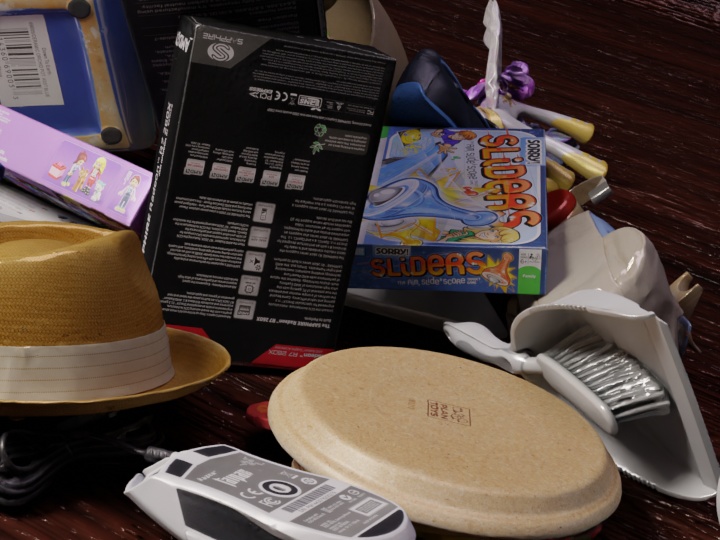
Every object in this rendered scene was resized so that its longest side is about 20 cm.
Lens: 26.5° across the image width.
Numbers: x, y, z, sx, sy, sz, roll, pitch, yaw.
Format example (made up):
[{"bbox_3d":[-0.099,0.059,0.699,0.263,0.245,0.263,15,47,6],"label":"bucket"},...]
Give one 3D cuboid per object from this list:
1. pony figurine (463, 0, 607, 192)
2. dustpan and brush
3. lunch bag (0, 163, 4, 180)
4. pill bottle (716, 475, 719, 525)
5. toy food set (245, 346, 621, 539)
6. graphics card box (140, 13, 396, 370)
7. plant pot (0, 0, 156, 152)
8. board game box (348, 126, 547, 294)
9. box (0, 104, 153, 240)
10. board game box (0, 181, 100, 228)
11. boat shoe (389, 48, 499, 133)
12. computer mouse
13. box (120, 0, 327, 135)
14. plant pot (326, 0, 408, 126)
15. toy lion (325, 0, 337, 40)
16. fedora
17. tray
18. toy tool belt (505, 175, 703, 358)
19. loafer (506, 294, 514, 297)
[{"bbox_3d":[0.130,-0.151,1.474,0.200,0.167,0.193,26,24,-11],"label":"pony figurine"},{"bbox_3d":[0.117,0.057,0.901,0.057,0.140,0.200,-33,31,-12],"label":"dustpan and brush"},{"bbox_3d":[-0.333,-0.040,0.838,0.170,0.124,0.200,24,14,26],"label":"lunch bag"},{"bbox_3d":[0.239,0.133,0.752,0.111,0.111,0.200,13,19,-2],"label":"pill bottle"},{"bbox_3d":[0.041,0.096,0.820,0.198,0.049,0.200,8,20,-16],"label":"toy food set"},{"bbox_3d":[-0.062,-0.043,0.910,0.125,0.200,0.051,6,16,-19],"label":"graphics card box"},{"bbox_3d":[-0.241,-0.195,1.150,0.200,0.200,0.180,-2,41,4],"label":"plant pot"},{"bbox_3d":[0.061,-0.046,1.054,0.135,0.034,0.200,2,27,5],"label":"board game box"},{"bbox_3d":[-0.184,-0.056,1.021,0.200,0.039,0.137,24,-8,29],"label":"box"},{"bbox_3d":[-0.253,-0.026,0.982,0.200,0.035,0.126,24,20,27],"label":"board game box"},{"bbox_3d":[0.090,-0.096,1.207,0.084,0.200,0.069,1,56,23],"label":"boat shoe"},{"bbox_3d":[-0.071,0.111,0.712,0.200,0.044,0.110,16,13,25],"label":"computer mouse"},{"bbox_3d":[-0.088,-0.215,0.978,0.124,0.197,0.200,-8,61,0],"label":"box"},{"bbox_3d":[-0.033,-0.128,1.237,0.134,0.200,0.200,36,-1,-44],"label":"plant pot"},{"bbox_3d":[-0.082,-0.130,1.143,0.069,0.192,0.200,28,33,-42],"label":"toy lion"},{"bbox_3d":[-0.162,0.019,0.785,0.200,0.082,0.201,2,8,0],"label":"fedora"},{"bbox_3d":[0.000,0.000,1.043,0.200,0.022,0.107,15,27,-29],"label":"tray"},{"bbox_3d":[0.167,0.029,1.036,0.123,0.125,0.200,52,11,-19],"label":"toy tool belt"},{"bbox_3d":[0.145,-0.007,1.174,0.200,0.072,0.063,7,2,-42],"label":"loafer"}]
